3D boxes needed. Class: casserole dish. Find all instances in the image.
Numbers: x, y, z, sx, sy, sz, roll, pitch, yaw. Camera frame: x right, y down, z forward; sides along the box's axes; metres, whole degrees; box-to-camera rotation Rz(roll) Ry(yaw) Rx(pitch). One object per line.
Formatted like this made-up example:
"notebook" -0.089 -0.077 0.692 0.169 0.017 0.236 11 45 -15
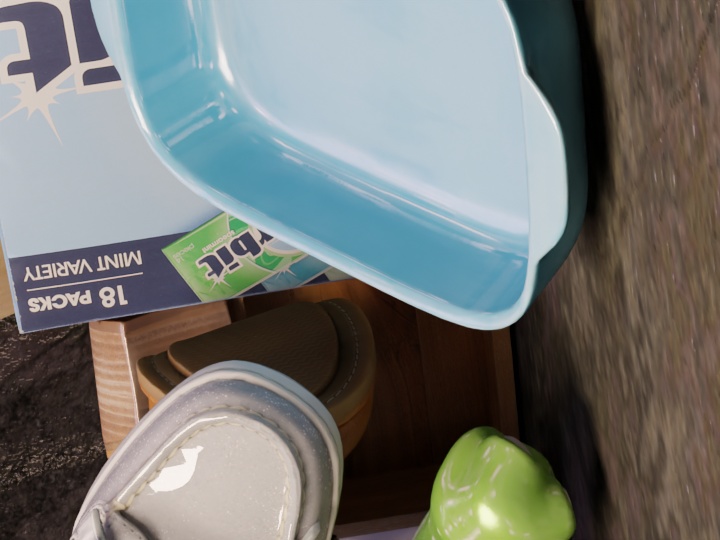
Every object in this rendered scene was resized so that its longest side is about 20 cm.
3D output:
"casserole dish" -0.003 -0.061 0.778 0.199 0.039 0.122 26 133 42

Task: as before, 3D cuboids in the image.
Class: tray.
"tray" 0.000 0.000 0.972 0.037 0.098 0.201 -105 7 -59

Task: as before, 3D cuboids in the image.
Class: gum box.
"gum box" -0.042 -0.087 0.869 0.045 0.168 0.201 -107 9 -58

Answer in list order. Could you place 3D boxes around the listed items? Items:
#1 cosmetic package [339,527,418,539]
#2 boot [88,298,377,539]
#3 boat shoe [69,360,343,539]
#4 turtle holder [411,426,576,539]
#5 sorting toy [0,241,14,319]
"cosmetic package" 0.006 0.120 1.118 0.085 0.107 0.201 -107 7 -61
"boot" -0.033 0.091 0.902 0.200 0.076 0.156 6 111 63
"boat shoe" -0.068 0.120 0.797 0.203 0.074 0.065 -57 8 16
"turtle holder" 0.033 0.157 0.804 0.141 0.186 0.132 39 158 -1
"sorting toy" -0.073 -0.087 1.006 0.070 0.199 0.199 61 168 22
